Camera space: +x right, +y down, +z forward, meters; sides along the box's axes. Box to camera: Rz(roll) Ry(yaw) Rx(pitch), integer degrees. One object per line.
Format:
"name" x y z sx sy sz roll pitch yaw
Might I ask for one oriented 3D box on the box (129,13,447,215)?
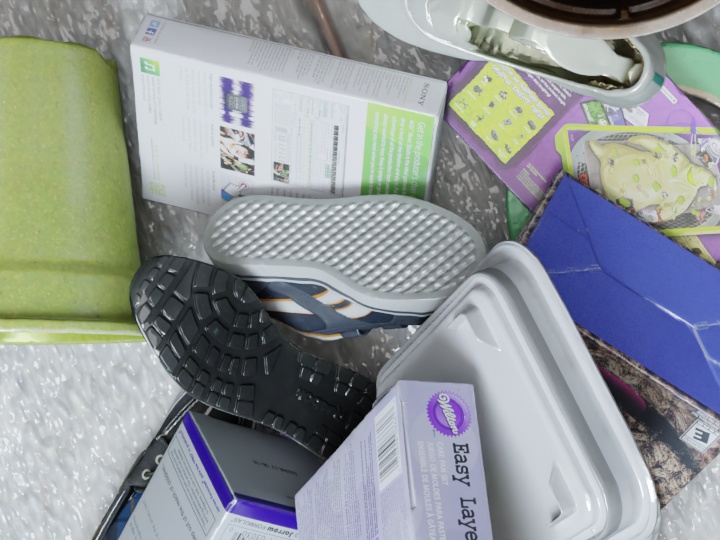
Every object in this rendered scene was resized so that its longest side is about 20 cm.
"box" -0.047 -0.082 1.019 0.197 0.037 0.145 15 142 7

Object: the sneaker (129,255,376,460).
"sneaker" -0.080 0.060 1.026 0.199 0.087 0.076 39 76 -28

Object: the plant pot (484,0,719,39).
"plant pot" 0.128 -0.221 0.828 0.197 0.198 0.203 1 97 8

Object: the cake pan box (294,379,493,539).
"cake pan box" 0.017 0.179 0.862 0.052 0.184 0.202 5 60 -22

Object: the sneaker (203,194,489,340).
"sneaker" 0.000 0.000 1.003 0.198 0.080 0.079 10 60 31

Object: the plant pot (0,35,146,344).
"plant pot" -0.224 -0.048 1.027 0.197 0.200 0.187 -1 86 8

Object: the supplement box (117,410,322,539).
"supplement box" -0.102 0.209 1.035 0.100 0.103 0.201 19 109 -33

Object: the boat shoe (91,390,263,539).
"boat shoe" -0.135 0.153 1.087 0.070 0.066 0.201 38 101 2

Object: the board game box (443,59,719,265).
"board game box" 0.152 -0.076 0.989 0.120 0.032 0.200 -43 89 14

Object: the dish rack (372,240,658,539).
"dish rack" 0.072 0.096 0.882 0.043 0.200 0.173 -19 74 -27

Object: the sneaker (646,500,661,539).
"sneaker" 0.133 0.183 0.938 0.066 0.091 0.201 17 141 23

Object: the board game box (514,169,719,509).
"board game box" 0.135 0.066 0.967 0.158 0.097 0.201 32 144 4

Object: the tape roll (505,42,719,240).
"tape roll" 0.194 -0.045 1.025 0.197 0.048 0.204 1 97 9

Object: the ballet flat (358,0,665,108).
"ballet flat" 0.089 -0.150 0.944 0.198 0.069 0.070 21 100 5
